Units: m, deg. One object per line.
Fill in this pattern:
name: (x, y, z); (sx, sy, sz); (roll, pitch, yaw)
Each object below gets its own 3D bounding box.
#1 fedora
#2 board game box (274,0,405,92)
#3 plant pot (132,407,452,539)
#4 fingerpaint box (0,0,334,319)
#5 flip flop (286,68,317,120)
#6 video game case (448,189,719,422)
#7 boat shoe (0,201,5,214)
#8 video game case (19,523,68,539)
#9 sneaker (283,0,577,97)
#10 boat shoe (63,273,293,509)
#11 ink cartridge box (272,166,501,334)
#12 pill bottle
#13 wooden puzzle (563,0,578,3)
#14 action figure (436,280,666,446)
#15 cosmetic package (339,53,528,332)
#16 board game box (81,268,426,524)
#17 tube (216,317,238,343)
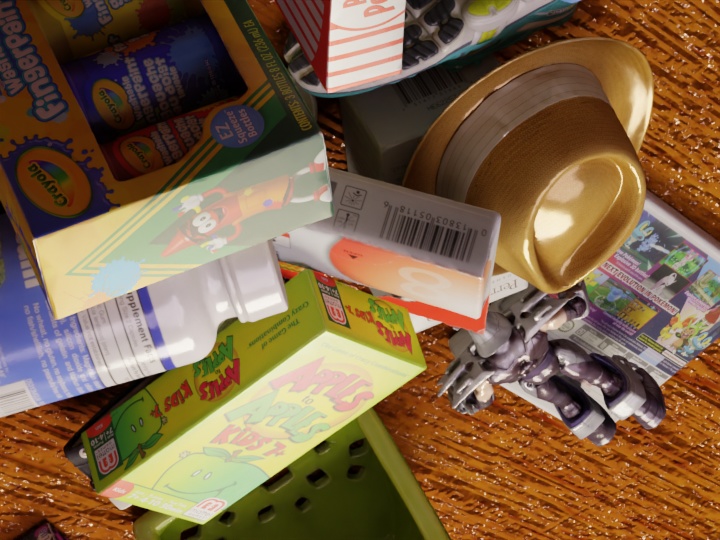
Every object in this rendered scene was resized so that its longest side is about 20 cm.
fedora: (0.117, -0.051, 1.754); (0.200, 0.082, 0.201); (-22, 143, -17)
board game box: (-0.032, -0.217, 1.477); (0.046, 0.200, 0.152); (-16, 141, -17)
plant pot: (-0.018, 0.235, 2.036); (0.199, 0.200, 0.182); (-32, 151, 3)
fingerpaint box: (-0.130, -0.091, 1.561); (0.166, 0.200, 0.074); (-20, 141, -10)
flip flop: (-0.109, -0.079, 1.686); (0.199, 0.058, 0.081); (-9, 111, -28)
video game case: (0.185, 0.033, 2.068); (0.182, 0.023, 0.200); (-41, 141, 16)
boat shoe: (-0.188, -0.027, 1.717); (0.199, 0.073, 0.065); (-7, 135, -41)
video game case: (-0.250, 0.280, 2.061); (0.181, 0.036, 0.200); (-33, 143, 5)
sneaker: (0.050, -0.145, 1.725); (0.199, 0.078, 0.080); (-20, 151, -12)
boat shoe: (-0.115, 0.069, 1.879); (0.060, 0.074, 0.200); (41, 103, -13)
ink cartridge box: (0.000, 0.000, 1.751); (0.161, 0.050, 0.200); (16, 157, 6)
pill bottle: (-0.147, 0.009, 1.605); (0.199, 0.112, 0.112); (-16, 143, 1)
wooden puzzle: (0.083, -0.194, 1.577); (0.184, 0.047, 0.200); (16, 168, -15)
action figure: (0.127, 0.065, 1.999); (0.130, 0.070, 0.200); (-35, 139, 21)
cosmetic package: (0.049, -0.053, 1.833); (0.101, 0.074, 0.200); (-22, 142, -10)
board game box: (-0.068, 0.082, 1.777); (0.200, 0.048, 0.101); (-36, 145, 26)
tube: (-0.113, 0.009, 1.732); (0.200, 0.052, 0.058); (31, 72, -54)
